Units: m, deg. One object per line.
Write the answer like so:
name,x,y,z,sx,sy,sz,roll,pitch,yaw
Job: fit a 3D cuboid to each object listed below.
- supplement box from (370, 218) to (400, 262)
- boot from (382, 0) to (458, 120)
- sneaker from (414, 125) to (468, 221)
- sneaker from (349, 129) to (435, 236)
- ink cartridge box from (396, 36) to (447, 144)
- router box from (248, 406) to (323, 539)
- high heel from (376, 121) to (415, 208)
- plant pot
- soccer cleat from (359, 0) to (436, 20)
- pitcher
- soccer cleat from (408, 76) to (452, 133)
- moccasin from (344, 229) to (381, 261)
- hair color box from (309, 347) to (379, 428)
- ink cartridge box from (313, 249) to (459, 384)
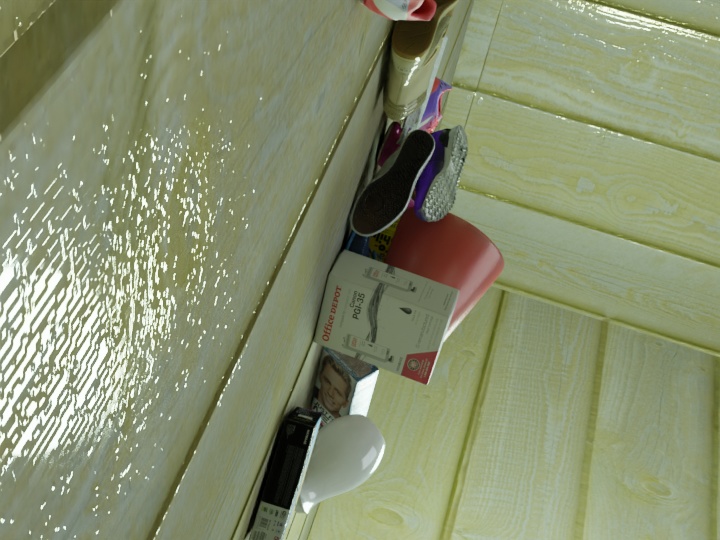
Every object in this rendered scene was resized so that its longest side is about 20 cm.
supplement box,0.048,-0.034,1.795,0.110,0.109,0.201,95,13,-72
boot,0.088,-0.329,1.382,0.156,0.073,0.200,99,11,-58
sneaker,0.111,-0.159,1.606,0.070,0.099,0.200,61,41,-41
sneaker,0.051,-0.131,1.536,0.200,0.073,0.085,-53,-178,-13
ink cartridge box,0.087,-0.310,1.592,0.162,0.050,0.201,-25,137,-77
router box,-0.115,0.322,1.500,0.149,0.051,0.201,7,100,-87
high heel,0.076,-0.177,1.673,0.200,0.096,0.067,103,7,-49
plant pot,0.120,0.018,1.636,0.178,0.200,0.201,-59,171,-20
soccer cleat,0.036,-0.283,0.880,0.200,0.076,0.067,69,38,-84
pitcher,-0.061,0.353,1.710,0.200,0.121,0.172,-36,174,-26
soccer cleat,0.133,-0.310,2.020,0.068,0.073,0.201,-62,170,-73
moccasin,0.000,0.000,1.590,0.081,0.068,0.200,-68,174,-45
hair color box,-0.035,0.233,1.787,0.060,0.100,0.200,-24,142,-37
ink cartridge box,0.038,0.074,1.510,0.083,0.199,0.147,-60,167,-54
